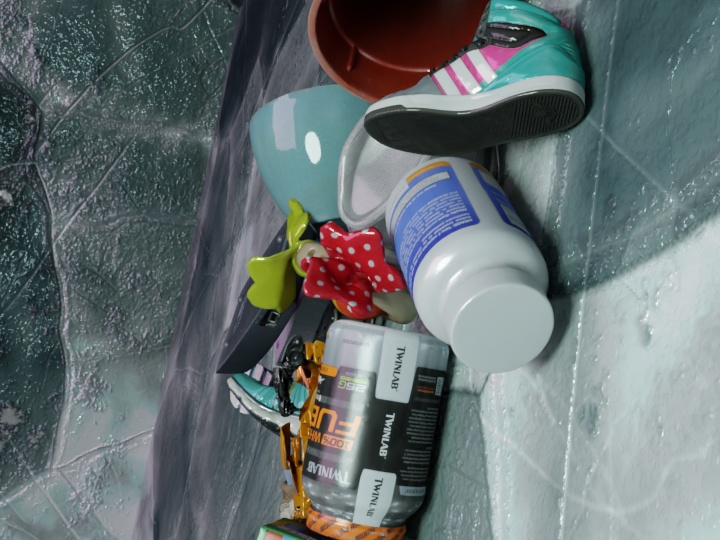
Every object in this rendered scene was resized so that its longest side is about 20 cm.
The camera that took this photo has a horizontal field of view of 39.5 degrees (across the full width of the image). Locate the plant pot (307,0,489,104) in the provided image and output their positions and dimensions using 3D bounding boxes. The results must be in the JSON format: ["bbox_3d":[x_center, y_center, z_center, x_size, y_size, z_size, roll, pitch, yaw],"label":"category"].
[{"bbox_3d":[0.060,-0.304,1.035,0.201,0.200,0.196,125,160,-52],"label":"plant pot"}]

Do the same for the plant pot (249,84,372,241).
[{"bbox_3d":[-0.027,-0.111,1.171,0.200,0.199,0.136,140,128,-63],"label":"plant pot"}]

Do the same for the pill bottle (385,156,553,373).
[{"bbox_3d":[0.091,-0.005,0.839,0.200,0.111,0.113,-106,33,-57],"label":"pill bottle"}]

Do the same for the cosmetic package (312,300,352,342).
[{"bbox_3d":[-0.033,0.036,1.309,0.201,0.050,0.083,-94,25,-42],"label":"cosmetic package"}]

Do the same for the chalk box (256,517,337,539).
[{"bbox_3d":[-0.049,0.309,0.923,0.200,0.123,0.125,76,-147,-77],"label":"chalk box"}]

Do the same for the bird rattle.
[{"bbox_3d":[-0.009,0.001,0.957,0.199,0.163,0.113,5,70,51],"label":"bird rattle"}]

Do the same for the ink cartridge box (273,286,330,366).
[{"bbox_3d":[-0.071,-0.010,1.309,0.197,0.043,0.201,-100,27,-52],"label":"ink cartridge box"}]

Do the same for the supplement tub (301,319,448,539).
[{"bbox_3d":[0.012,0.155,0.968,0.122,0.122,0.201,174,107,-72],"label":"supplement tub"}]

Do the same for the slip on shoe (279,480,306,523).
[{"bbox_3d":[-0.055,0.259,1.190,0.200,0.076,0.061,121,139,-63],"label":"slip on shoe"}]

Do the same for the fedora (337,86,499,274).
[{"bbox_3d":[0.038,-0.092,0.968,0.177,0.090,0.200,45,109,31],"label":"fedora"}]

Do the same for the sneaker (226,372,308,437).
[{"bbox_3d":[-0.070,0.159,1.169,0.080,0.199,0.078,-60,-33,-18],"label":"sneaker"}]

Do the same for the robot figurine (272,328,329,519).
[{"bbox_3d":[-0.027,0.160,1.066,0.058,0.144,0.201,144,126,-62],"label":"robot figurine"}]

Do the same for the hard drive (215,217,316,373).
[{"bbox_3d":[-0.107,0.033,1.145,0.200,0.042,0.135,129,159,-52],"label":"hard drive"}]

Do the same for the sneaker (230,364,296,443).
[{"bbox_3d":[-0.061,0.176,1.264,0.199,0.115,0.081,24,92,41],"label":"sneaker"}]

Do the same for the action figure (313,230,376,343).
[{"bbox_3d":[0.000,0.000,1.127,0.102,0.118,0.201,-111,31,-52],"label":"action figure"}]

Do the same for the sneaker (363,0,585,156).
[{"bbox_3d":[0.100,-0.175,0.872,0.199,0.084,0.121,-4,59,28],"label":"sneaker"}]
